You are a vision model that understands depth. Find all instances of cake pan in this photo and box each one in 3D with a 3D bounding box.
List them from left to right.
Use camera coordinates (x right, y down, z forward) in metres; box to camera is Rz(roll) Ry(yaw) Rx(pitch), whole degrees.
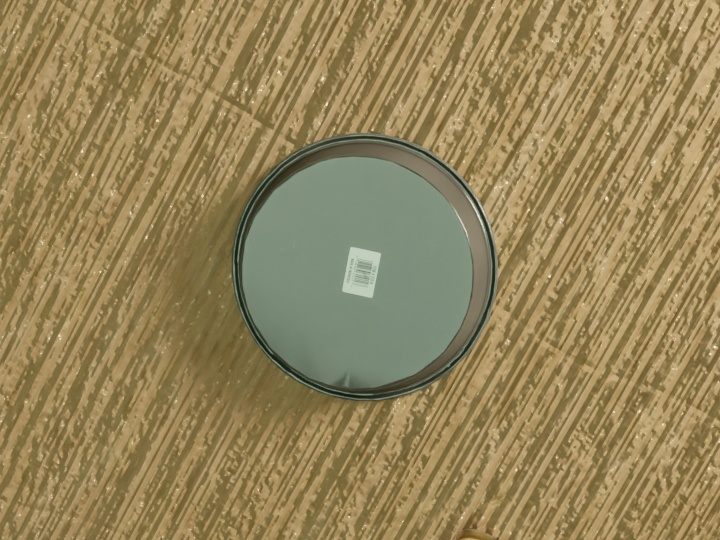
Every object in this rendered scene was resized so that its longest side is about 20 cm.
[{"bbox_3d":[0.000,0.000,1.269,0.200,0.037,0.201,1,96,8],"label":"cake pan"}]

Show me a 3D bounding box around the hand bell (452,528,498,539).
[{"bbox_3d":[0.040,0.293,1.285,0.104,0.104,0.200,46,113,1],"label":"hand bell"}]
